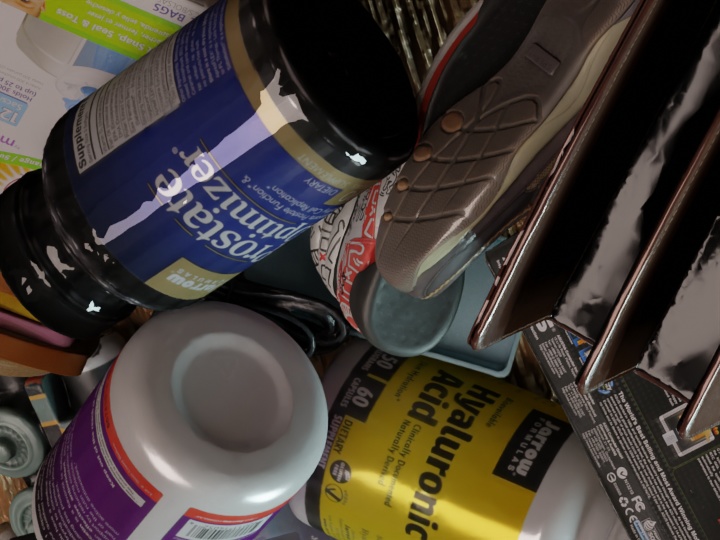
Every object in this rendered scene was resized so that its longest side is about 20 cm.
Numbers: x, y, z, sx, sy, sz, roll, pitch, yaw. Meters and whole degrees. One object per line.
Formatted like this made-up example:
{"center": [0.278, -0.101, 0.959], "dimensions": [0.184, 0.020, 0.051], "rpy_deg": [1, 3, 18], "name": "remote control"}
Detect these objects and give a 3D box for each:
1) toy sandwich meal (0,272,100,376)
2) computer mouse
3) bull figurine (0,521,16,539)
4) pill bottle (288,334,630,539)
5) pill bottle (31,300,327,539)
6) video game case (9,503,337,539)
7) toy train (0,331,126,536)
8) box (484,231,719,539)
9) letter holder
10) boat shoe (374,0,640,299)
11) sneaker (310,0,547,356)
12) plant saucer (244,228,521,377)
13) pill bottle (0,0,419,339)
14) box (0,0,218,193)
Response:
{"center": [-0.215, -0.014, 1.436], "dimensions": [0.205, 0.205, 0.071], "rpy_deg": [34, 108, 10], "name": "toy sandwich meal"}
{"center": [-0.084, 0.050, 1.418], "dimensions": [0.138, 0.053, 0.200], "rpy_deg": [25, 156, 4], "name": "computer mouse"}
{"center": [-0.216, 0.215, 1.575], "dimensions": [0.121, 0.200, 0.065], "rpy_deg": [47, 112, 22], "name": "bull figurine"}
{"center": [0.071, 0.115, 1.372], "dimensions": [0.199, 0.111, 0.112], "rpy_deg": [22, 128, 19], "name": "pill bottle"}
{"center": [-0.101, 0.106, 1.366], "dimensions": [0.112, 0.112, 0.200], "rpy_deg": [43, 143, 2], "name": "pill bottle"}
{"center": [-0.085, 0.191, 1.512], "dimensions": [0.199, 0.019, 0.144], "rpy_deg": [-15, 114, 1], "name": "video game case"}
{"center": [-0.143, 0.126, 1.544], "dimensions": [0.113, 0.085, 0.201], "rpy_deg": [-12, 110, 25], "name": "toy train"}
{"center": [0.181, 0.034, 1.242], "dimensions": [0.193, 0.047, 0.201], "rpy_deg": [-32, 83, 30], "name": "box"}
{"center": [0.144, -0.036, 1.133], "dimensions": [0.100, 0.142, 0.201], "rpy_deg": [31, 105, 16], "name": "letter holder"}
{"center": [0.090, -0.059, 1.225], "dimensions": [0.073, 0.075, 0.200], "rpy_deg": [36, 101, -30], "name": "boat shoe"}
{"center": [0.036, -0.066, 1.306], "dimensions": [0.067, 0.108, 0.202], "rpy_deg": [19, 101, -24], "name": "sneaker"}
{"center": [0.000, 0.000, 1.385], "dimensions": [0.199, 0.019, 0.070], "rpy_deg": [15, 83, 24], "name": "plant saucer"}
{"center": [-0.079, -0.050, 1.261], "dimensions": [0.199, 0.112, 0.112], "rpy_deg": [-33, 98, 29], "name": "pill bottle"}
{"center": [-0.152, -0.118, 1.351], "dimensions": [0.112, 0.102, 0.200], "rpy_deg": [22, 134, -17], "name": "box"}
